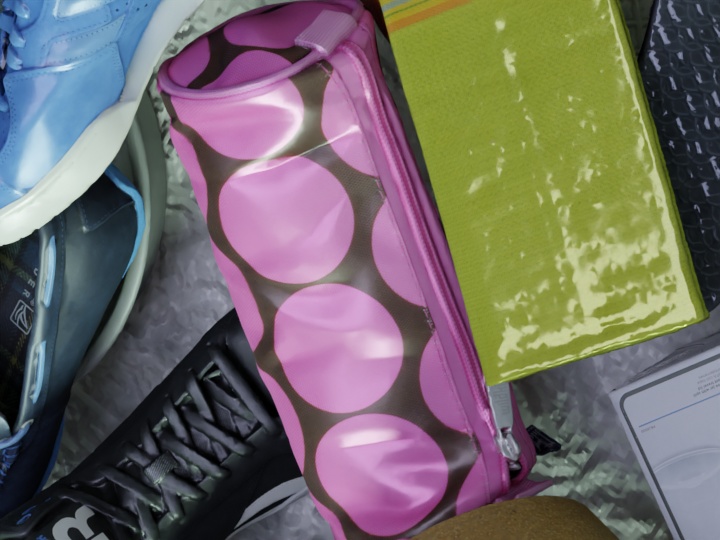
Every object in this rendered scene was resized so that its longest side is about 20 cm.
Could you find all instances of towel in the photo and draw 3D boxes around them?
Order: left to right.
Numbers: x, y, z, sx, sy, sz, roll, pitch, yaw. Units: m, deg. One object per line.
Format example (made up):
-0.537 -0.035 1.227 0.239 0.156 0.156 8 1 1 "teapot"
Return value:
0.053 -0.068 0.885 0.086 0.018 0.202 -18 85 28 "towel"

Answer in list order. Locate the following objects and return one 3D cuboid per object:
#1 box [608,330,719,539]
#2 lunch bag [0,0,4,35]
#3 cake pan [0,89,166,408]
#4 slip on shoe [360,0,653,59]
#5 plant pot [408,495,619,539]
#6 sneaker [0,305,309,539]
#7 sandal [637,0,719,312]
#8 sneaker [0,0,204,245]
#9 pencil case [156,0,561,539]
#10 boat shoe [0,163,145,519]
0.184 0.106 0.911 0.116 0.060 0.201 -24 90 33 "box"
-0.232 -0.091 0.969 0.170 0.200 0.122 33 139 21 "lunch bag"
-0.161 -0.042 1.090 0.199 0.037 0.202 8 107 28 "cake pan"
0.058 -0.082 0.942 0.200 0.074 0.061 42 164 4 "slip on shoe"
0.071 0.186 0.894 0.186 0.186 0.201 -41 57 32 "plant pot"
-0.077 0.086 1.029 0.073 0.112 0.200 47 121 11 "sneaker"
0.127 -0.080 0.891 0.076 0.043 0.201 27 100 0 "sandal"
-0.112 -0.107 0.911 0.200 0.111 0.077 -49 37 15 "sneaker"
0.000 0.000 0.955 0.093 0.091 0.201 -2 116 55 "pencil case"
-0.156 0.038 1.044 0.084 0.069 0.201 31 116 20 "boat shoe"
